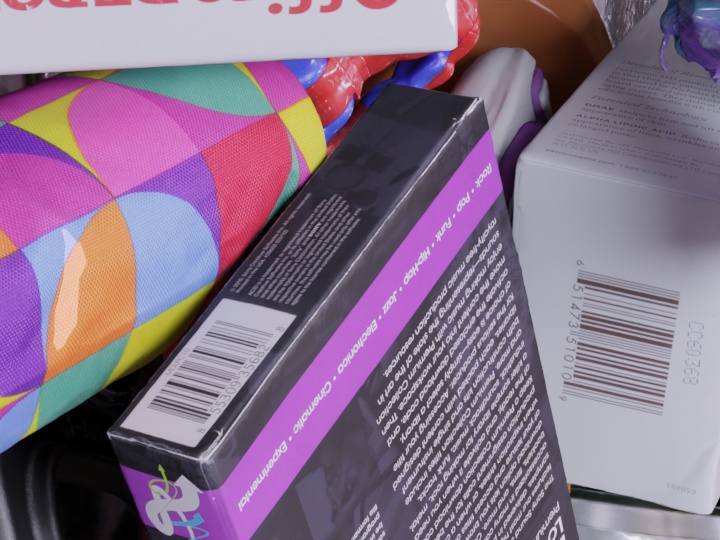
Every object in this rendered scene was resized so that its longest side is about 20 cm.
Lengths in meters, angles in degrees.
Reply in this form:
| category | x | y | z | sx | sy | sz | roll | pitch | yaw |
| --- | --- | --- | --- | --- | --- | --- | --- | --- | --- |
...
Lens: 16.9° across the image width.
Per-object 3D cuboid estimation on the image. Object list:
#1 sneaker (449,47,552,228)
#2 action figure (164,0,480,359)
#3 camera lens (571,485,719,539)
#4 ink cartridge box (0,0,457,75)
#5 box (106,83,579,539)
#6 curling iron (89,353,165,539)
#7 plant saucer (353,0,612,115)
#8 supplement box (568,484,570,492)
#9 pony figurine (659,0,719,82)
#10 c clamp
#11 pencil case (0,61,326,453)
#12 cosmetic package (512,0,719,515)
| category | x | y | z | sx | sy | sz | roll | pitch | yaw |
| --- | --- | --- | --- | --- | --- | --- | --- | --- | --- |
| sneaker | 0.000 | 0.000 | 0.785 | 0.201 | 0.099 | 0.075 | -62 | 154 | -30 |
| action figure | -0.023 | -0.053 | 0.769 | 0.200 | 0.052 | 0.066 | -46 | 125 | -13 |
| camera lens | 0.109 | 0.193 | 1.162 | 0.160 | 0.159 | 0.201 | 12 | 86 | -70 |
| ink cartridge box | -0.050 | -0.153 | 0.603 | 0.085 | 0.144 | 0.201 | -128 | -144 | -65 |
| box | 0.006 | 0.069 | 0.683 | 0.143 | 0.036 | 0.201 | -52 | 141 | -36 |
| curling iron | -0.060 | 0.087 | 0.680 | 0.049 | 0.025 | 0.201 | 2 | 70 | -46 |
| plant saucer | 0.019 | -0.028 | 0.859 | 0.199 | 0.037 | 0.201 | -13 | 115 | -30 |
| supplement box | 0.009 | 0.161 | 0.891 | 0.200 | 0.073 | 0.126 | 109 | -2 | -50 |
| pony figurine | 0.115 | -0.098 | 0.704 | 0.193 | 0.199 | 0.167 | -34 | 147 | -71 |
| c clamp | -0.072 | 0.112 | 0.712 | 0.200 | 0.027 | 0.172 | 19 | 50 | -76 |
| pencil case | -0.091 | -0.001 | 0.612 | 0.200 | 0.088 | 0.089 | -32 | 127 | -51 |
| cosmetic package | 0.113 | -0.016 | 0.828 | 0.200 | 0.081 | 0.113 | -48 | 147 | -60 |
